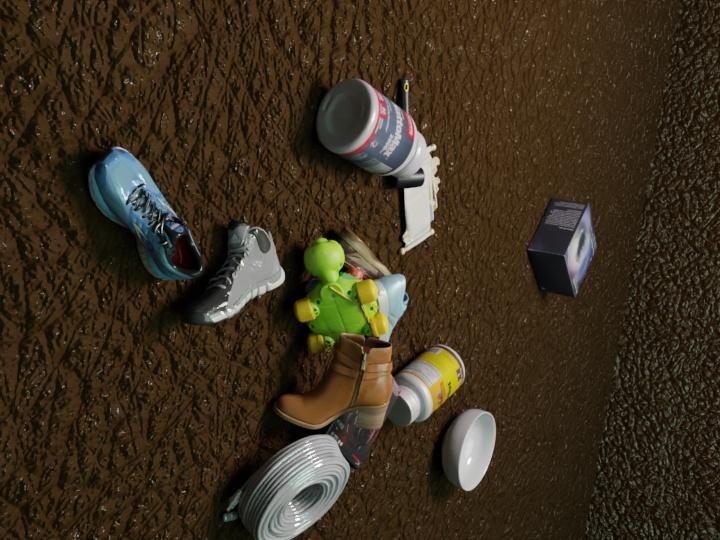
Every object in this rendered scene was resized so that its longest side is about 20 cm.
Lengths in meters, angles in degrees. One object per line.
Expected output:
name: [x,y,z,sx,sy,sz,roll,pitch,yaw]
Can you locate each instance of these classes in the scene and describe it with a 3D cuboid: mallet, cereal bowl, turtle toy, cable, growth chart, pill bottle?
mallet: [0.095,-0.256,1.254,0.065,0.041,0.205,2,96,-24]
cereal bowl: [0.262,0.442,1.666,0.199,0.082,0.204,-22,118,-49]
turtle toy: [-0.040,0.041,1.106,0.102,0.143,0.202,-100,173,-53]
cable: [-0.107,0.365,1.100,0.201,0.069,0.199,-51,145,5]
growth chart: [0.122,-0.148,1.353,0.144,0.017,0.204,-26,120,-48]
pill bottle: [0.133,0.247,1.410,0.199,0.108,0.111,-30,124,-45]
pill bottle: [0.027,-0.229,1.115,0.199,0.118,0.122,16,88,-54]

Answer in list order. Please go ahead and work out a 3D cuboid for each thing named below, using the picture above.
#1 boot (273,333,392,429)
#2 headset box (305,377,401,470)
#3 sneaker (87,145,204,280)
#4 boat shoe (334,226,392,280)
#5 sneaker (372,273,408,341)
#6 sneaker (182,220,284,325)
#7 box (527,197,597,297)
boot: [-0.043,0.179,1.098,0.074,0.196,0.158,-105,-159,-68]
headset box: [-0.010,0.244,1.242,0.201,0.074,0.150,-57,139,-26]
sneaker: [-0.249,-0.066,0.811,0.079,0.089,0.202,-54,137,-28]
boat shoe: [0.000,0.000,1.200,0.072,0.072,0.200,-48,144,-4]
sneaker: [0.054,0.078,1.223,0.081,0.075,0.201,-22,152,-16]
sneaker: [-0.188,-0.007,0.939,0.200,0.074,0.118,-36,124,-55]
box: [0.597,-0.065,1.937,0.200,0.122,0.201,-57,139,-23]
